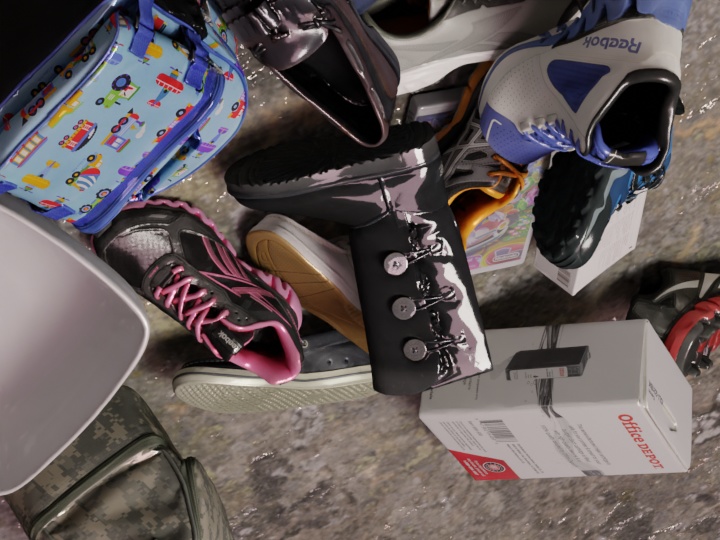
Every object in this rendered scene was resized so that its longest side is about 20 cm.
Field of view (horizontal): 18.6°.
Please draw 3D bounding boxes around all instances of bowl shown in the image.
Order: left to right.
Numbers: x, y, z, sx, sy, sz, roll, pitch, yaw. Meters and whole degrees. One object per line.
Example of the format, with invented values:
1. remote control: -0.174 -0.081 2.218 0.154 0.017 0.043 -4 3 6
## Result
1. bowl: -0.265 0.034 1.523 0.200 0.075 0.200 36 112 -18

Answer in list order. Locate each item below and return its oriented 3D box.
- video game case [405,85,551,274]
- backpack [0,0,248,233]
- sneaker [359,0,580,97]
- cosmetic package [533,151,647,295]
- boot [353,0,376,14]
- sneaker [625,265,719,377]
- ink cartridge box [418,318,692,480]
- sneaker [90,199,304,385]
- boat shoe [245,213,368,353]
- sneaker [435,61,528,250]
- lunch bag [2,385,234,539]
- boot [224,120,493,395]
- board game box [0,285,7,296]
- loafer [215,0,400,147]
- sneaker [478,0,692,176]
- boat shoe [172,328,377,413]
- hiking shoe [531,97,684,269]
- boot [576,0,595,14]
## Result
1. video game case: 0.087 -0.069 1.744 0.143 0.018 0.200 -11 138 -24
2. backpack: -0.160 -0.113 1.430 0.183 0.135 0.200 -41 145 13
3. sneaker: 0.081 -0.187 1.551 0.200 0.074 0.079 -23 153 -10
4. cosmetic package: 0.191 -0.078 1.764 0.082 0.051 0.200 -33 147 -30
5. boot: 0.022 -0.227 1.487 0.200 0.073 0.090 -15 146 -7
6. sneaker: 0.304 0.030 1.967 0.200 0.098 0.071 -23 136 -50
7. ink cartridge box: 0.170 0.113 1.874 0.200 0.084 0.144 -4 151 24
8. sneaker: -0.113 0.022 1.627 0.200 0.095 0.079 32 114 -33
9. boat shoe: -0.011 0.003 1.723 0.200 0.071 0.069 40 65 -38
10. sneaker: 0.103 -0.093 1.651 0.078 0.077 0.200 17 120 -43
11. lunch bag: -0.172 0.209 1.723 0.139 0.168 0.200 -35 155 -8
12. boot: 0.001 0.000 1.630 0.164 0.066 0.200 -8 120 14
13. board game box: -0.274 0.082 1.649 0.135 0.034 0.200 12 125 -43
14. loafer: -0.033 -0.150 1.452 0.072 0.063 0.200 -20 146 26
15. sneaker: 0.153 -0.110 1.510 0.080 0.115 0.199 17 147 -27
16. boat shoe: -0.064 0.074 1.762 0.200 0.062 0.075 -4 161 -33
17. hiking shoe: 0.191 -0.076 1.607 0.087 0.200 0.074 38 149 -26
18. boot: 0.192 -0.297 1.527 0.188 0.068 0.200 -37 128 -27
